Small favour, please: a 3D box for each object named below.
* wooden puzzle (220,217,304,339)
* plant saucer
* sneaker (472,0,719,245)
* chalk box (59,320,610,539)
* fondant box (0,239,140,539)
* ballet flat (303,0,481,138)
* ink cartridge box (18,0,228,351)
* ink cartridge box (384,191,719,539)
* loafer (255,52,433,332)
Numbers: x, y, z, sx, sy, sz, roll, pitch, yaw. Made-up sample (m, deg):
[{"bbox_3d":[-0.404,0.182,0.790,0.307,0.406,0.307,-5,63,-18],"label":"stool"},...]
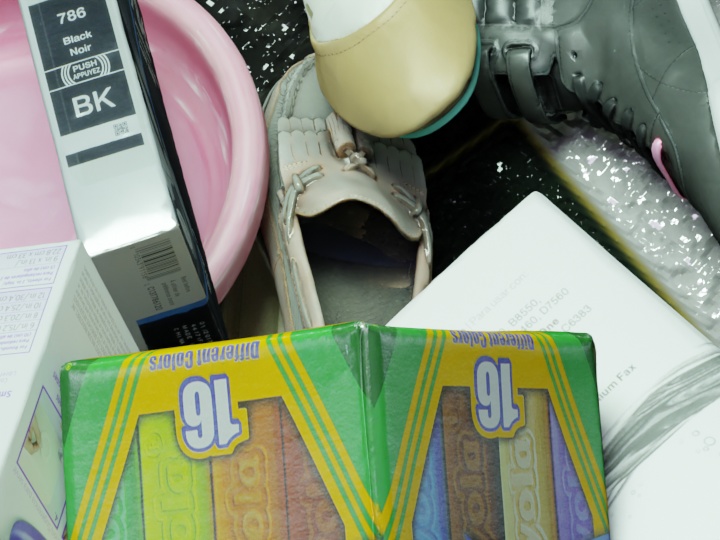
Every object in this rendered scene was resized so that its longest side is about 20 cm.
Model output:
[{"bbox_3d":[-0.122,0.052,1.134,0.199,0.046,0.186,-5,61,15],"label":"wooden puzzle"},{"bbox_3d":[-0.130,-0.025,1.126,0.200,0.051,0.201,-5,60,8],"label":"plant saucer"},{"bbox_3d":[0.094,-0.063,1.119,0.099,0.071,0.200,-22,52,7],"label":"sneaker"},{"bbox_3d":[-0.003,0.122,0.886,0.124,0.124,0.201,-10,80,36],"label":"chalk box"},{"bbox_3d":[-0.107,0.112,0.904,0.058,0.145,0.200,-6,43,19],"label":"fondant box"},{"bbox_3d":[-0.003,-0.115,1.132,0.069,0.063,0.200,-37,28,11],"label":"ballet flat"},{"bbox_3d":[-0.092,-0.067,1.054,0.039,0.100,0.200,-18,60,0],"label":"ink cartridge box"},{"bbox_3d":[0.108,0.086,0.985,0.084,0.146,0.200,-42,59,-6],"label":"ink cartridge box"},{"bbox_3d":[0.000,0.000,1.103,0.072,0.063,0.201,5,61,-15],"label":"loafer"}]
